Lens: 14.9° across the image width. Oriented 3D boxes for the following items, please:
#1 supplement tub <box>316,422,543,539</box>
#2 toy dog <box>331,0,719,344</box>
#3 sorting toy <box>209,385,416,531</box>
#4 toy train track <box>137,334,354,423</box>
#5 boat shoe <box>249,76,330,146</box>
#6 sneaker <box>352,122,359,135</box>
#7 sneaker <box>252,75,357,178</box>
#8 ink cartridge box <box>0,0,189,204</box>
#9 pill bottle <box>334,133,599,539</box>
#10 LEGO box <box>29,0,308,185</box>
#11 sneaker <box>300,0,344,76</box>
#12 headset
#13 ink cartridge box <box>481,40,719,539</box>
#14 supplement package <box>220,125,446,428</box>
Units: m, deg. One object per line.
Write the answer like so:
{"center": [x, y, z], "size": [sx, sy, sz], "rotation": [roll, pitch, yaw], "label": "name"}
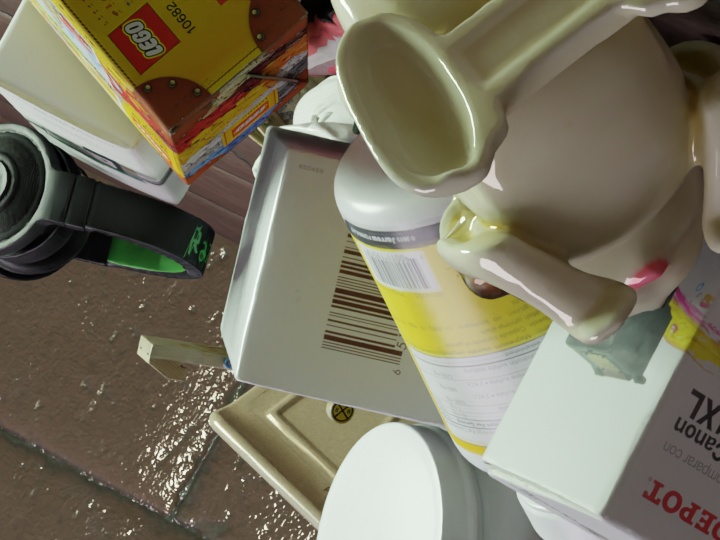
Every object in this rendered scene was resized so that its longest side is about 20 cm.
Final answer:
{"center": [0.092, 0.152, 1.379], "size": [0.200, 0.145, 0.144], "rotation": [12, -176, -28], "label": "supplement tub"}
{"center": [0.062, -0.054, 1.021], "size": [0.194, 0.140, 0.200], "rotation": [38, 169, 37], "label": "toy dog"}
{"center": [0.046, 0.089, 1.524], "size": [0.185, 0.200, 0.037], "rotation": [41, 152, 31], "label": "sorting toy"}
{"center": [-0.022, 0.066, 1.464], "size": [0.200, 0.033, 0.115], "rotation": [10, -172, -22], "label": "toy train track"}
{"center": [-0.107, -0.140, 1.714], "size": [0.200, 0.063, 0.073], "rotation": [30, 176, -23], "label": "boat shoe"}
{"center": [0.052, -0.086, 1.420], "size": [0.078, 0.075, 0.200], "rotation": [20, -175, -9], "label": "sneaker"}
{"center": [-0.017, -0.072, 1.575], "size": [0.115, 0.074, 0.200], "rotation": [-4, -166, -28], "label": "sneaker"}
{"center": [-0.101, -0.123, 1.350], "size": [0.084, 0.146, 0.200], "rotation": [27, 176, 5], "label": "ink cartridge box"}
{"center": [0.075, 0.020, 1.199], "size": [0.112, 0.112, 0.200], "rotation": [21, 144, 55], "label": "pill bottle"}
{"center": [-0.112, -0.145, 1.174], "size": [0.200, 0.077, 0.149], "rotation": [50, 175, 4], "label": "LEGO box"}
{"center": [0.019, -0.109, 1.250], "size": [0.087, 0.074, 0.200], "rotation": [27, 176, -10], "label": "sneaker"}
{"center": [-0.169, -0.047, 1.387], "size": [0.200, 0.094, 0.124], "rotation": [13, 171, 2], "label": "headset"}
{"center": [0.163, 0.031, 1.139], "size": [0.146, 0.200, 0.083], "rotation": [31, 174, -38], "label": "ink cartridge box"}
{"center": [0.000, 0.000, 1.383], "size": [0.117, 0.117, 0.200], "rotation": [12, -175, -6], "label": "supplement package"}
